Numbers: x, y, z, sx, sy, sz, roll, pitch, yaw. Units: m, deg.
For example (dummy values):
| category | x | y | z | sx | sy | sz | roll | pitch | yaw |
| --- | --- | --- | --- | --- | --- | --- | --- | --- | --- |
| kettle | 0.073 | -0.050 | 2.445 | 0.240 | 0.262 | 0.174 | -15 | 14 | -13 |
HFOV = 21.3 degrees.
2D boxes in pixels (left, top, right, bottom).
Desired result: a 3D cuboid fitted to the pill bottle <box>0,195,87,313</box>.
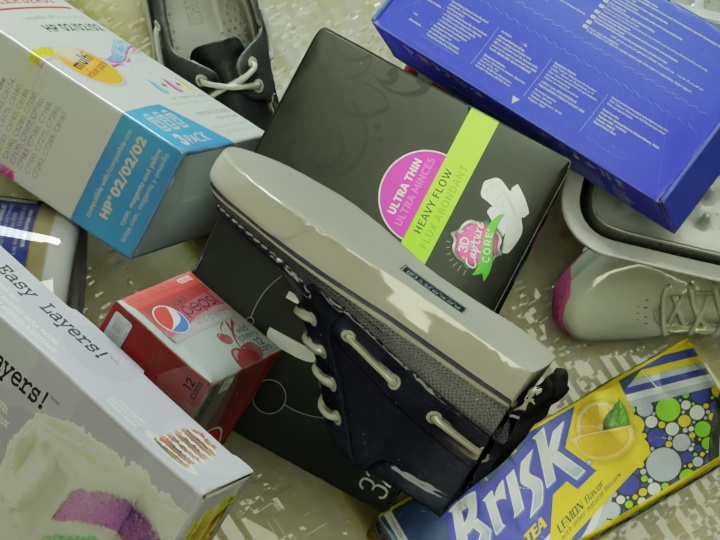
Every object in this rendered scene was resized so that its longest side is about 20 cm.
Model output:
| category | x | y | z | sx | sy | sz | roll | pitch | yaw |
| --- | --- | --- | --- | --- | --- | --- | --- | --- | --- |
| pill bottle | -0.249 | 0.014 | 1.003 | 0.199 | 0.120 | 0.120 | 6 | 73 | -3 |

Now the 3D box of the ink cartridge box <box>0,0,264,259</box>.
| category | x | y | z | sx | sy | sz | roll | pitch | yaw |
| --- | --- | --- | --- | --- | --- | --- | --- | --- | --- |
| ink cartridge box | -0.163 | -0.093 | 1.028 | 0.199 | 0.115 | 0.068 | 33 | 107 | 12 |

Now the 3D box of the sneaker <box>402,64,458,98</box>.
| category | x | y | z | sx | sy | sz | roll | pitch | yaw |
| --- | --- | --- | --- | --- | --- | --- | --- | --- | --- |
| sneaker | 0.102 | -0.131 | 1.104 | 0.200 | 0.071 | 0.113 | -41 | 84 | -12 |

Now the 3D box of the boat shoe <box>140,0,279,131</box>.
| category | x | y | z | sx | sy | sz | roll | pitch | yaw |
| --- | --- | --- | --- | --- | --- | --- | --- | --- | --- |
| boat shoe | -0.081 | -0.121 | 1.088 | 0.073 | 0.060 | 0.201 | -10 | 76 | -14 |

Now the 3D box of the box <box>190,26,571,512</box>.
| category | x | y | z | sx | sy | sz | roll | pitch | yaw |
| --- | --- | --- | --- | --- | --- | --- | --- | --- | --- |
| box | 0.000 | 0.000 | 1.004 | 0.148 | 0.124 | 0.201 | 27 | 91 | 3 |

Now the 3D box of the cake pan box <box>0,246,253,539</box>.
| category | x | y | z | sx | sy | sz | roll | pitch | yaw |
| --- | --- | --- | --- | --- | --- | --- | --- | --- | --- |
| cake pan box | -0.169 | 0.104 | 0.881 | 0.200 | 0.052 | 0.185 | 40 | 111 | 17 |

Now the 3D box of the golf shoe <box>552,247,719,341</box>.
| category | x | y | z | sx | sy | sz | roll | pitch | yaw |
| --- | --- | --- | --- | --- | --- | --- | --- | --- | --- |
| golf shoe | 0.207 | 0.007 | 1.058 | 0.199 | 0.076 | 0.092 | -15 | 40 | -8 |

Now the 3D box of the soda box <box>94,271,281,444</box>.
| category | x | y | z | sx | sy | sz | roll | pitch | yaw |
| --- | --- | --- | --- | --- | --- | --- | --- | --- | --- |
| soda box | -0.121 | 0.100 | 0.927 | 0.063 | 0.070 | 0.200 | 39 | 116 | 13 |

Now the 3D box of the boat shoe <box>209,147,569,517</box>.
| category | x | y | z | sx | sy | sz | roll | pitch | yaw |
| --- | --- | --- | --- | --- | --- | --- | --- | --- | --- |
| boat shoe | -0.006 | 0.032 | 0.908 | 0.200 | 0.075 | 0.093 | 37 | 108 | 13 |

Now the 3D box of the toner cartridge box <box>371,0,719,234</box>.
| category | x | y | z | sx | sy | sz | roll | pitch | yaw |
| --- | --- | --- | --- | --- | --- | --- | --- | --- | --- |
| toner cartridge box | 0.110 | -0.112 | 1.003 | 0.200 | 0.043 | 0.095 | 36 | 83 | 28 |

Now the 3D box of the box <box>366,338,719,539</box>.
| category | x | y | z | sx | sy | sz | roll | pitch | yaw |
| --- | --- | --- | --- | --- | --- | --- | --- | --- | --- |
| box | 0.106 | 0.118 | 1.035 | 0.199 | 0.064 | 0.070 | -28 | 79 | -13 |

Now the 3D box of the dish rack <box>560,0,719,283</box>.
| category | x | y | z | sx | sy | sz | roll | pitch | yaw |
| --- | --- | --- | --- | --- | --- | --- | --- | --- | --- |
| dish rack | 0.202 | -0.082 | 1.035 | 0.171 | 0.044 | 0.201 | 13 | 72 | 2 |
